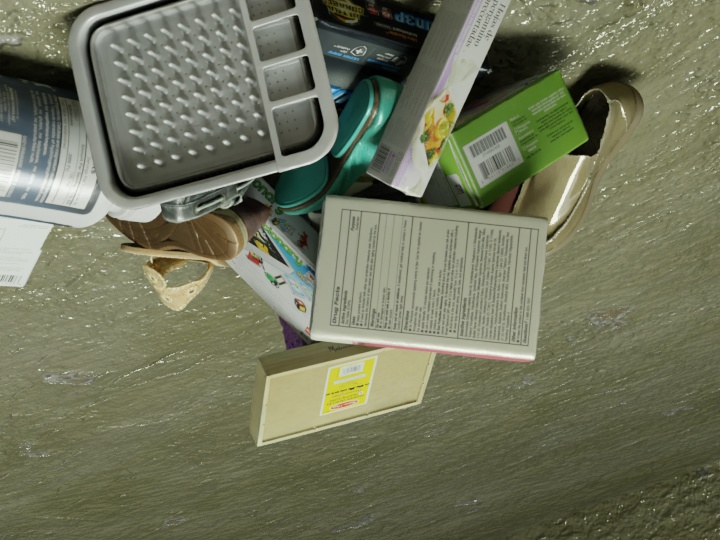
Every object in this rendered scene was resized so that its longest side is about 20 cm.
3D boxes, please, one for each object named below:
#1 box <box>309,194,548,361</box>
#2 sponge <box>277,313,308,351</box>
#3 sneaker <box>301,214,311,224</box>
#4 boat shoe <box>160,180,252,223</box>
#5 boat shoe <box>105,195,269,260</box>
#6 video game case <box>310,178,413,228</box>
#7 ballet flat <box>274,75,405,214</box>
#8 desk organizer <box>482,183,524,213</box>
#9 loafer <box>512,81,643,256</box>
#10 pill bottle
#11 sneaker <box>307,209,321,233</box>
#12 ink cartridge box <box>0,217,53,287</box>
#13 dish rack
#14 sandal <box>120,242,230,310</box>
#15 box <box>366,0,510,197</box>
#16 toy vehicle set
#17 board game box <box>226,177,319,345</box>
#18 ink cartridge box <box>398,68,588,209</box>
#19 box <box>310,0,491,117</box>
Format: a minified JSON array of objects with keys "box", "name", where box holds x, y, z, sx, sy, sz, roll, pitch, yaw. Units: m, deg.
[{"box":[0.060,0.010,1.062,0.200,0.128,0.109,6,175,2],"name":"box"},{"box":[-0.049,0.052,1.343,0.030,0.200,0.112,-33,148,31],"name":"sponge"},{"box":[-0.020,-0.019,1.339,0.076,0.088,0.200,-29,151,33],"name":"sneaker"},{"box":[-0.131,-0.091,1.062,0.072,0.071,0.200,13,-159,22],"name":"boat shoe"},{"box":[-0.175,-0.064,1.143,0.200,0.072,0.072,13,131,35],"name":"boat shoe"},{"box":[0.010,-0.039,1.259,0.143,0.019,0.200,-13,134,-26],"name":"video game case"},{"box":[-0.007,-0.103,1.069,0.070,0.067,0.200,11,148,-28],"name":"ballet flat"},{"box":[0.102,-0.041,1.202,0.072,0.200,0.077,22,151,24],"name":"desk organizer"},{"box":[0.206,-0.106,1.182,0.067,0.076,0.200,14,107,-51],"name":"loafer"},{"box":[-0.271,-0.100,1.019,0.200,0.120,0.120,9,149,-37],"name":"pill bottle"},{"box":[0.000,0.000,1.196,0.075,0.087,0.200,8,154,35],"name":"sneaker"},{"box":[-0.420,-0.041,1.177,0.200,0.044,0.174,3,151,-28],"name":"ink cartridge box"},{"box":[-0.123,-0.147,0.939,0.200,0.172,0.044,-14,176,8],"name":"dish rack"},{"box":[-0.186,0.009,1.259,0.078,0.070,0.212,10,-175,19],"name":"sandal"},{"box":[0.068,-0.160,0.978,0.039,0.041,0.200,16,101,-43],"name":"box"},{"box":[-0.017,0.119,1.253,0.200,0.027,0.124,-12,141,-22],"name":"toy vehicle set"},{"box":[-0.093,-0.024,1.188,0.035,0.200,0.126,-41,172,-31],"name":"board game box"},{"box":[0.094,-0.115,1.134,0.148,0.076,0.200,-32,-166,-28],"name":"ink cartridge box"},{"box":[-0.008,-0.175,1.053,0.200,0.046,0.159,8,150,-37],"name":"box"}]
